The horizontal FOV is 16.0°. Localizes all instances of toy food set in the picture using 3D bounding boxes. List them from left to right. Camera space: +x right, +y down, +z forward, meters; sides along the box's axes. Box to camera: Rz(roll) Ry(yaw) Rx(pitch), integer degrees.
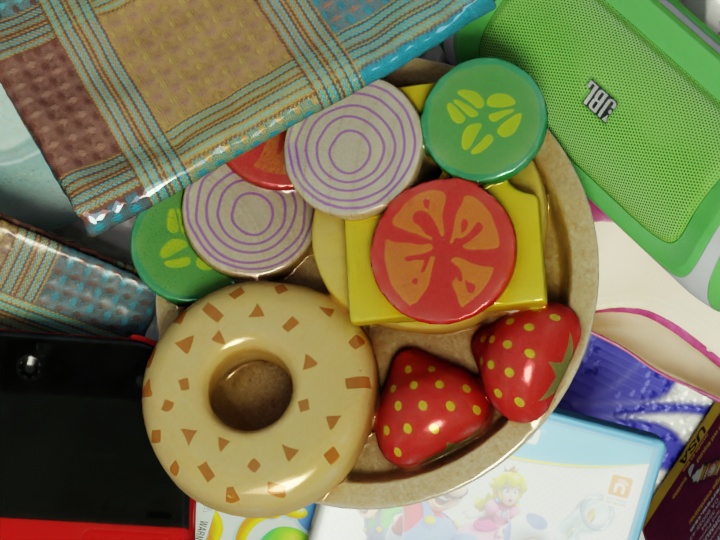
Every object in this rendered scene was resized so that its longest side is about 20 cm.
[{"bbox_3d":[0.000,0.000,1.065,0.199,0.049,0.199,-8,75,14],"label":"toy food set"}]

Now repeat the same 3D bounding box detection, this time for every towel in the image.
[{"bbox_3d":[-0.191,0.061,1.131,0.146,0.022,0.201,22,111,-18],"label":"towel"},{"bbox_3d":[-0.058,-0.119,1.063,0.199,0.147,0.022,-30,154,-8],"label":"towel"}]

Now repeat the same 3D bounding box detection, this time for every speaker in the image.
[{"bbox_3d":[0.119,-0.067,1.081,0.200,0.088,0.089,45,107,28],"label":"speaker"}]

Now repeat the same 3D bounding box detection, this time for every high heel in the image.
[{"bbox_3d":[0.127,0.019,1.095,0.199,0.096,0.068,27,109,-8],"label":"high heel"}]

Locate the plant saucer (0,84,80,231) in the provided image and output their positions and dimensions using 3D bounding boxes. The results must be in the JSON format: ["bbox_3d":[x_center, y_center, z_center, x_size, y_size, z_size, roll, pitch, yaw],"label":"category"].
[{"bbox_3d":[-0.169,-0.102,1.132,0.199,0.039,0.202,-1,111,-2],"label":"plant saucer"}]

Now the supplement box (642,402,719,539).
[{"bbox_3d":[0.218,0.144,1.162,0.130,0.200,0.104,27,107,-14],"label":"supplement box"}]

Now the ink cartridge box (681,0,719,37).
[{"bbox_3d":[0.199,-0.042,1.160,0.114,0.068,0.201,2,111,-2],"label":"ink cartridge box"}]

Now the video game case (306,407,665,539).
[{"bbox_3d":[0.040,0.152,1.130,0.142,0.018,0.201,14,98,-8],"label":"video game case"}]

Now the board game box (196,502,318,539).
[{"bbox_3d":[0.007,0.113,1.188,0.199,0.103,0.105,15,109,-9],"label":"board game box"}]

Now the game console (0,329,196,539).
[{"bbox_3d":[-0.167,0.107,1.067,0.198,0.031,0.178,4,72,-9],"label":"game console"}]
